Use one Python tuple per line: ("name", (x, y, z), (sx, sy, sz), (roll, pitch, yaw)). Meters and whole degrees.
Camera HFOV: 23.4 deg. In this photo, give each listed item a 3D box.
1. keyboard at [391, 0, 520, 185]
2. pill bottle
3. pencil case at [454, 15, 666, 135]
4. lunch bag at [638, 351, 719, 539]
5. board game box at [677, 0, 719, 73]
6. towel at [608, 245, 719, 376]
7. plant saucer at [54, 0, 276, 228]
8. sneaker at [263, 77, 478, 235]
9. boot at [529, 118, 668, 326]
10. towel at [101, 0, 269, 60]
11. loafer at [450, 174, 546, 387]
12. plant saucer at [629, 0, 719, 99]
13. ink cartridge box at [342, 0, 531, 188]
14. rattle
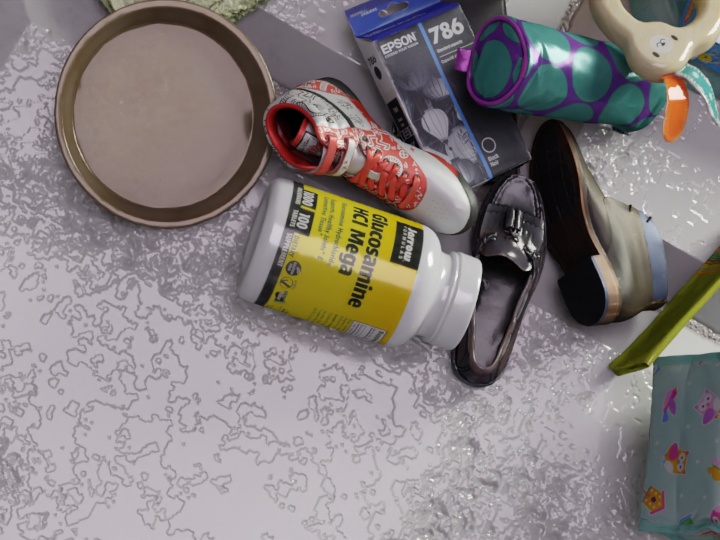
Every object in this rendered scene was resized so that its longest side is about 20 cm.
("keyboard", (0.084, -0.178, 1.629), (0.126, 0.021, 0.202), (0, 79, -19))
("pill bottle", (0.000, 0.000, 1.528), (0.199, 0.112, 0.113), (18, 76, -10))
("pencil case", (0.189, -0.177, 1.587), (0.199, 0.092, 0.086), (6, 101, -39))
("lunch bag", (0.356, 0.176, 1.571), (0.199, 0.122, 0.172), (21, 70, -36))
("board game box", (0.422, -0.264, 1.667), (0.195, 0.056, 0.201), (25, 75, -8))
("towel", (0.309, 0.019, 1.609), (0.018, 0.086, 0.200), (44, 74, -1))
("plant saucer", (-0.172, -0.138, 1.539), (0.199, 0.029, 0.202), (-1, 93, -16))
("sneaker", (0.003, -0.090, 1.530), (0.201, 0.067, 0.108), (41, 30, 13))
("boot", (0.222, -0.045, 1.624), (0.096, 0.075, 0.201), (-1, 72, -37))
("towel", (-0.150, -0.289, 1.586), (0.199, 0.036, 0.149), (-32, 89, -16))
("loafer", (0.130, 0.007, 1.575), (0.071, 0.063, 0.201), (14, 81, -2))
("plant saucer", (0.361, -0.268, 1.701), (0.198, 0.036, 0.202), (2, 79, -12))
("ink cartridge box", (0.070, -0.169, 1.593), (0.099, 0.039, 0.201), (-26, 88, -20))
("rattle", (0.281, -0.236, 1.531), (0.129, 0.143, 0.201), (13, 52, -17))
